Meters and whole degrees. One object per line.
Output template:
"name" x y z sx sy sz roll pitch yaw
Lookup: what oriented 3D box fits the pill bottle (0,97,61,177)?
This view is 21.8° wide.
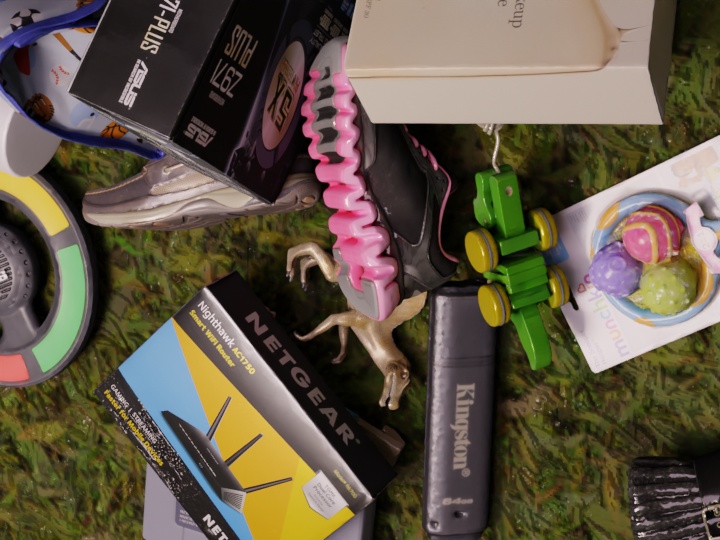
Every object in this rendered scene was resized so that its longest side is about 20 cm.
"pill bottle" -0.336 -0.145 1.482 0.199 0.109 0.109 22 112 22

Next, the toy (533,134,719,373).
"toy" 0.209 -0.012 1.266 0.199 0.047 0.116 -26 88 30

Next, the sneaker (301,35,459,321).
"sneaker" 0.020 -0.070 1.309 0.079 0.095 0.201 24 128 64

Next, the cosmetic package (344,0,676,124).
"cosmetic package" 0.099 -0.154 1.210 0.199 0.073 0.104 0 64 19

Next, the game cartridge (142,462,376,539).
"game cartridge" -0.081 0.192 1.480 0.199 0.041 0.134 14 106 24

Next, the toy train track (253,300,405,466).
"toy train track" -0.052 0.086 1.437 0.199 0.033 0.115 32 124 10

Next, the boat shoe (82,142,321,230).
"boat shoe" -0.121 -0.073 1.419 0.199 0.074 0.074 -7 85 23

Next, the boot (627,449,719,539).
"boot" 0.255 0.122 1.258 0.157 0.079 0.213 -1 103 28

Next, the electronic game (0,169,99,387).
"electronic game" -0.300 -0.001 1.540 0.199 0.042 0.201 7 106 26

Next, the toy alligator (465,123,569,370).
"toy alligator" 0.099 -0.030 1.301 0.054 0.059 0.201 -161 55 -68

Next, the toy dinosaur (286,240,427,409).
"toy dinosaur" 0.000 0.000 1.387 0.100 0.058 0.201 -1 101 11

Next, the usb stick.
"usb stick" 0.073 0.103 1.367 0.033 0.055 0.201 -142 51 -64

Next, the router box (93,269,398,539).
"router box" -0.088 0.123 1.408 0.149 0.051 0.200 -42 86 31

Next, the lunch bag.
"lunch bag" -0.229 -0.179 1.340 0.170 0.199 0.124 41 111 33

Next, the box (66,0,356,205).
"box" -0.091 -0.152 1.273 0.086 0.200 0.165 25 87 20
